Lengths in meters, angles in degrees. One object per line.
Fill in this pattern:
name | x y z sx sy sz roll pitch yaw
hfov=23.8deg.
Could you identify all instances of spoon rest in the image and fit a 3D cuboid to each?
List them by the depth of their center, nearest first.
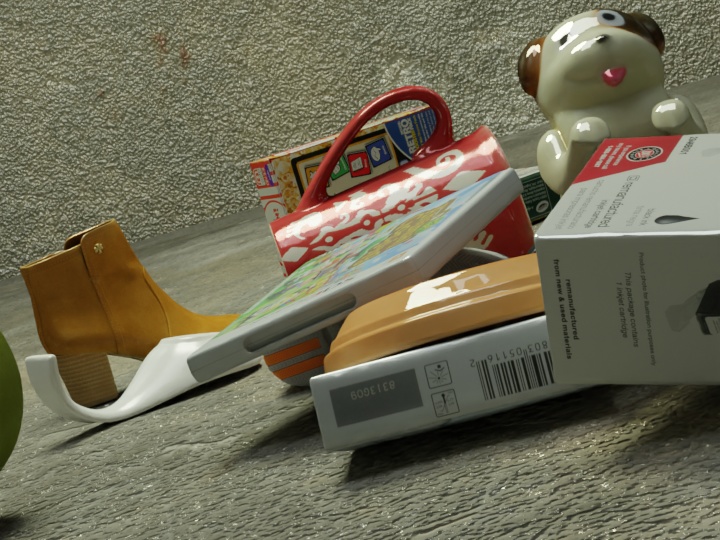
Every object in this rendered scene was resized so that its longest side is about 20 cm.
spoon rest | -0.171 0.086 1.372 0.199 0.061 0.099 -5 0 -39

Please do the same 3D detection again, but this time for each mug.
mug | 0.027 -0.041 1.430 0.199 0.178 0.134 -21 -23 -2

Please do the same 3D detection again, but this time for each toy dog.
toy dog | 0.197 -0.097 1.280 0.139 0.201 0.194 -15 7 10

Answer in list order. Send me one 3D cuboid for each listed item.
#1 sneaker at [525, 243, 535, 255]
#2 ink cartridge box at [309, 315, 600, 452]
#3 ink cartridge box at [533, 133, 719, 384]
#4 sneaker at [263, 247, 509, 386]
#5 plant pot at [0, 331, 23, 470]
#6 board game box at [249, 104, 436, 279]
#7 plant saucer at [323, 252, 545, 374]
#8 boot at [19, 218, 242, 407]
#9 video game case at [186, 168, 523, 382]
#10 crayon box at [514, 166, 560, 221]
sneaker | 0.202 -0.014 1.150 0.199 0.074 0.082 -19 9 -8
ink cartridge box | 0.070 0.068 1.014 0.159 0.047 0.200 -16 -10 10
ink cartridge box | 0.204 -0.010 0.846 0.199 0.084 0.144 -1 23 24
sneaker | 0.027 0.021 1.265 0.199 0.078 0.112 -15 8 15
plant pot | -0.312 0.118 1.016 0.186 0.188 0.200 -16 22 7
board game box | 0.005 -0.064 1.684 0.199 0.152 0.046 -20 8 -28
plant saucer | 0.072 0.025 1.019 0.199 0.038 0.200 -15 -8 -2
boot | -0.188 0.023 1.488 0.201 0.145 0.071 -21 9 -32
video game case | 0.000 0.000 1.134 0.182 0.022 0.200 -24 8 29
crayon box | 0.127 -0.070 1.854 0.125 0.052 0.200 -20 8 -25
